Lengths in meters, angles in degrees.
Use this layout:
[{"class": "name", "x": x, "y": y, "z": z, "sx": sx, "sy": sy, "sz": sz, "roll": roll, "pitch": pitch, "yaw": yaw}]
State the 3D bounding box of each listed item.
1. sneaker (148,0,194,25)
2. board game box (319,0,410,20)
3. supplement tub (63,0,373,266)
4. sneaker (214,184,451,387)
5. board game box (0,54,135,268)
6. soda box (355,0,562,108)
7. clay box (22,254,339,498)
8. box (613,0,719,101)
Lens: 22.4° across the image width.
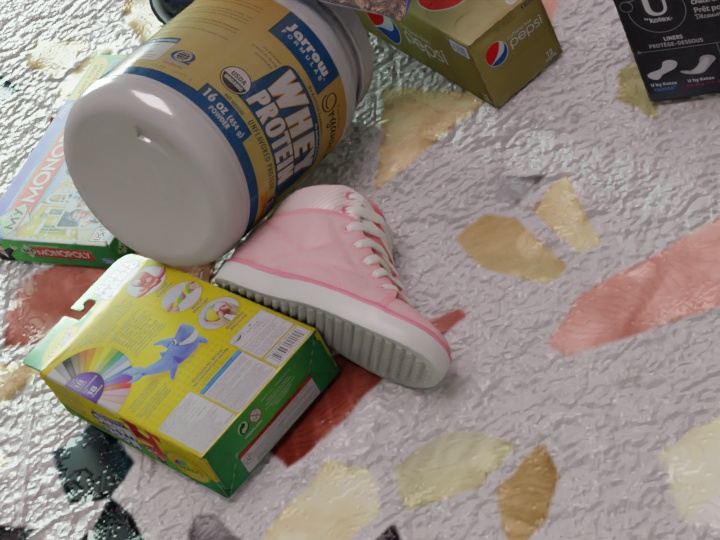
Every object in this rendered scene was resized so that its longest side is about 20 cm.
[{"class": "sneaker", "x": -0.129, "y": -0.283, "z": 1.453, "sx": 0.070, "sy": 0.200, "sz": 0.109, "roll": 6, "pitch": 47, "yaw": -14}, {"class": "board game box", "x": -0.020, "y": -0.281, "z": 1.286, "sx": 0.159, "sy": 0.097, "sz": 0.200, "roll": 13, "pitch": 37, "yaw": 4}, {"class": "supplement tub", "x": -0.093, "y": -0.111, "z": 1.259, "sx": 0.144, "sy": 0.145, "sz": 0.200, "roll": 7, "pitch": 38, "yaw": 35}, {"class": "sneaker", "x": 0.000, "y": 0.000, "z": 1.168, "sx": 0.200, "sy": 0.075, "sz": 0.105, "roll": 21, "pitch": 66, "yaw": 45}, {"class": "board game box", "x": -0.194, "y": -0.088, "z": 1.401, "sx": 0.134, "sy": 0.029, "sz": 0.200, "roll": 4, "pitch": 52, "yaw": 32}, {"class": "soda box", "x": 0.056, "y": -0.196, "z": 1.336, "sx": 0.068, "sy": 0.064, "sz": 0.200, "roll": -40, "pitch": 43, "yaw": -11}, {"class": "clay box", "x": -0.123, "y": 0.063, "z": 1.199, "sx": 0.200, "sy": 0.048, "sz": 0.115, "roll": 21, "pitch": 61, "yaw": 43}, {"class": "box", "x": 0.251, "y": -0.228, "z": 1.215, "sx": 0.132, "sy": 0.115, "sz": 0.200, "roll": -6, "pitch": 47, "yaw": 26}]
